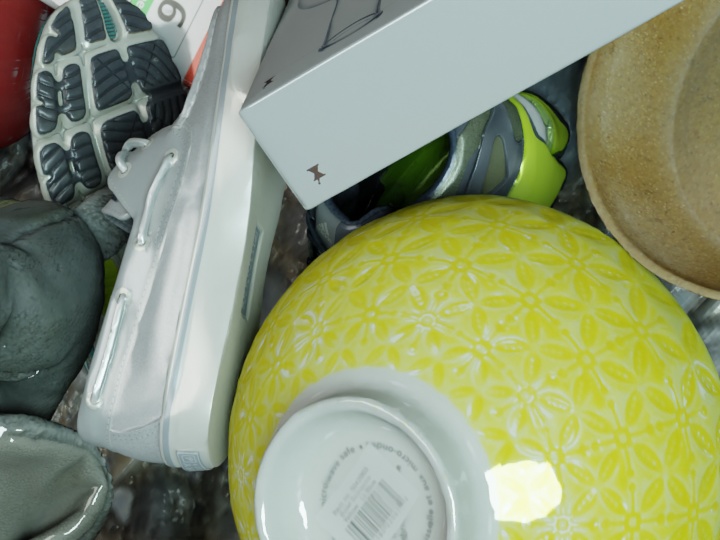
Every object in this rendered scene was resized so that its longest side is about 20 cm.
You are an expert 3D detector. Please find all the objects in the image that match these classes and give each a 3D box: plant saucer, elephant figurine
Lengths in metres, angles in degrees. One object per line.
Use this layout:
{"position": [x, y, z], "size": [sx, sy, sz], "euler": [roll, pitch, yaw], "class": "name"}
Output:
{"position": [0.172, -0.071, 0.657], "size": [0.199, 0.035, 0.201], "euler": [-20, 54, 29], "class": "plant saucer"}
{"position": [-0.172, 0.075, 0.756], "size": [0.154, 0.142, 0.201], "euler": [2, 107, 8], "class": "elephant figurine"}

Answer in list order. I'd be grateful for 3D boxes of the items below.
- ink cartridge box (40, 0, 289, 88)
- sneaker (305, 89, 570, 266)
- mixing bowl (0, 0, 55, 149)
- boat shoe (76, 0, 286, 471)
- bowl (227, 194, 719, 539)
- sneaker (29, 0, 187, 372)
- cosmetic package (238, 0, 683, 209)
{"position": [-0.052, -0.132, 0.840], "size": [0.199, 0.050, 0.109], "euler": [31, 96, 24], "class": "ink cartridge box"}
{"position": [0.000, 0.000, 0.764], "size": [0.074, 0.081, 0.201], "euler": [41, 102, 42], "class": "sneaker"}
{"position": [-0.205, -0.135, 0.944], "size": [0.200, 0.108, 0.202], "euler": [-168, 90, -83], "class": "mixing bowl"}
{"position": [-0.070, -0.022, 0.733], "size": [0.068, 0.072, 0.202], "euler": [6, 80, 10], "class": "boat shoe"}
{"position": [0.022, 0.076, 0.655], "size": [0.199, 0.107, 0.202], "euler": [4, 97, 30], "class": "bowl"}
{"position": [-0.119, -0.026, 0.839], "size": [0.079, 0.077, 0.201], "euler": [22, 123, 54], "class": "sneaker"}
{"position": [0.058, -0.117, 0.690], "size": [0.199, 0.052, 0.151], "euler": [-28, 23, 20], "class": "cosmetic package"}
